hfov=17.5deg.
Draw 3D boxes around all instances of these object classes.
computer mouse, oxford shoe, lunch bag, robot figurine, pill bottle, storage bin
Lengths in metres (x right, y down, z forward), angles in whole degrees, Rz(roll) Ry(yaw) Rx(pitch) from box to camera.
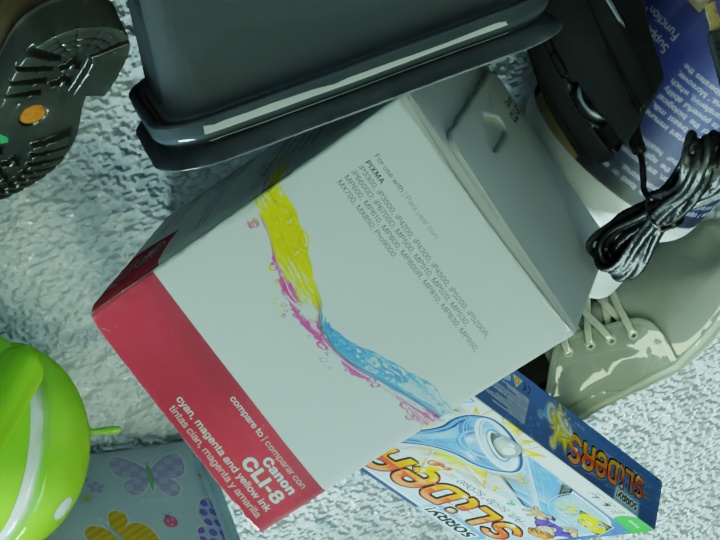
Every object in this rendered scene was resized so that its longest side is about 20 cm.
[{"bbox_3d":[0.123,-0.107,1.120,0.046,0.201,0.140,1,158,-26],"label":"computer mouse"},{"bbox_3d":[0.144,0.036,1.376,0.200,0.075,0.058,-36,139,18],"label":"oxford shoe"},{"bbox_3d":[-0.174,-0.092,1.109,0.072,0.085,0.200,-6,154,-40],"label":"oxford shoe"},{"bbox_3d":[-0.147,0.207,1.308,0.169,0.200,0.128,-6,133,-21],"label":"lunch bag"},{"bbox_3d":[-0.229,0.087,1.214,0.199,0.116,0.175,10,149,-34],"label":"robot figurine"},{"bbox_3d":[0.159,-0.088,1.231,0.115,0.116,0.200,20,120,-38],"label":"pill bottle"},{"bbox_3d":[-0.027,-0.152,1.084,0.199,0.146,0.135,-19,109,-7],"label":"storage bin"}]

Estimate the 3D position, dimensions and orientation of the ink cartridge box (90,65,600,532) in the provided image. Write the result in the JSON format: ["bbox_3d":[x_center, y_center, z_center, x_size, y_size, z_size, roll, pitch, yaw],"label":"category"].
[{"bbox_3d":[0.000,0.000,1.162,0.200,0.145,0.145,-34,99,22],"label":"ink cartridge box"}]

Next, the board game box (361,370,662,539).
[{"bbox_3d":[0.066,0.104,1.369,0.135,0.035,0.200,-13,143,40],"label":"board game box"}]
